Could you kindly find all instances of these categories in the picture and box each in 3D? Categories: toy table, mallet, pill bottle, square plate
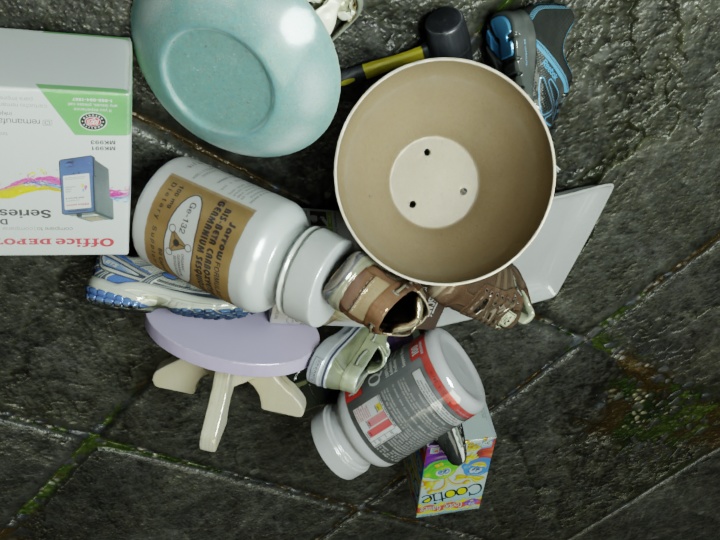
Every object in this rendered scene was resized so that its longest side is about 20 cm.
[{"bbox_3d":[-0.151,0.102,1.044,0.198,0.184,0.118,19,126,11],"label":"toy table"},{"bbox_3d":[0.014,-0.187,0.871,0.198,0.042,0.066,-20,141,14],"label":"mallet"},{"bbox_3d":[0.043,0.167,1.104,0.199,0.117,0.116,-35,135,18],"label":"pill bottle"},{"bbox_3d":[0.183,-0.022,1.071,0.196,0.029,0.201,-12,141,-25],"label":"square plate"},{"bbox_3d":[-0.111,-0.025,0.876,0.198,0.115,0.115,24,141,19],"label":"pill bottle"}]

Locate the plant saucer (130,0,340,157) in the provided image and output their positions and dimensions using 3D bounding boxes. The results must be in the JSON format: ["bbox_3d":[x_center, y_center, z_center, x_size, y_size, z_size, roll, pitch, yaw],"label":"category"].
[{"bbox_3d":[-0.116,-0.171,0.779,0.198,0.039,0.203,13,136,13],"label":"plant saucer"}]

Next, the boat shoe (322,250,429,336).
[{"bbox_3d":[0.030,0.035,0.887,0.076,0.072,0.200,-55,160,10],"label":"boat shoe"}]

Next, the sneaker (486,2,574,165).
[{"bbox_3d":[0.176,-0.163,0.893,0.081,0.073,0.202,-20,129,-16],"label":"sneaker"}]

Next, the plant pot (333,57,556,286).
[{"bbox_3d":[0.076,-0.089,0.866,0.198,0.203,0.134,-15,-179,1],"label":"plant pot"}]

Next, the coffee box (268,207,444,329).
[{"bbox_3d":[0.000,0.000,1.017,0.197,0.080,0.115,3,142,-13],"label":"coffee box"}]

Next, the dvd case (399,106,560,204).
[{"bbox_3d":[0.107,-0.121,0.975,0.145,0.022,0.199,-36,135,22],"label":"dvd case"}]

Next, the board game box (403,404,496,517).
[{"bbox_3d":[0.127,0.265,1.336,0.102,0.106,0.201,-7,137,-8],"label":"board game box"}]

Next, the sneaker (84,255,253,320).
[{"bbox_3d":[-0.191,0.005,0.969,0.197,0.086,0.077,7,171,-10],"label":"sneaker"}]

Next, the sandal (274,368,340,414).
[{"bbox_3d":[-0.042,0.143,1.193,0.198,0.081,0.057,-1,179,-25],"label":"sandal"}]

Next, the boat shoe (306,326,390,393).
[{"bbox_3d":[0.002,0.097,1.066,0.061,0.200,0.073,26,116,14],"label":"boat shoe"}]

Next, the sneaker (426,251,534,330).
[{"bbox_3d":[0.140,0.024,0.958,0.070,0.076,0.199,-46,162,22],"label":"sneaker"}]

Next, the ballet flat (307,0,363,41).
[{"bbox_3d":[-0.072,-0.197,0.810,0.067,0.064,0.200,26,125,-34],"label":"ballet flat"}]

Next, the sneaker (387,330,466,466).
[{"bbox_3d":[0.076,0.172,1.197,0.087,0.076,0.202,-22,99,7],"label":"sneaker"}]

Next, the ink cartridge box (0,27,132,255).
[{"bbox_3d":[-0.283,-0.110,0.827,0.143,0.088,0.201,0,139,-16],"label":"ink cartridge box"}]
